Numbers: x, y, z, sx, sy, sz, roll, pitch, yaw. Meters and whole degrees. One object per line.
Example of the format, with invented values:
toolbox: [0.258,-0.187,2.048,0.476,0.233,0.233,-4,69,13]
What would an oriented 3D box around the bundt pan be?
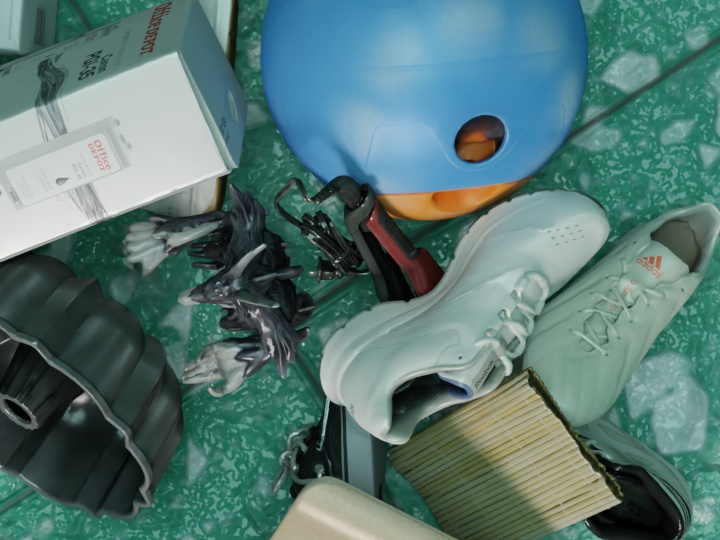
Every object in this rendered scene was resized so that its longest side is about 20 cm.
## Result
bundt pan: [-0.191,0.060,1.387,0.201,0.202,0.076,35,62,2]

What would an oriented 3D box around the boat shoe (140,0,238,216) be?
boat shoe: [-0.115,-0.134,1.438,0.069,0.071,0.201,5,91,1]

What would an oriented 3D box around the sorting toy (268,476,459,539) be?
sorting toy: [0.014,0.223,1.396,0.184,0.037,0.200,27,131,-5]

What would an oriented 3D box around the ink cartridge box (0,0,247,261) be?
ink cartridge box: [-0.176,-0.081,1.341,0.199,0.147,0.083,-21,110,7]

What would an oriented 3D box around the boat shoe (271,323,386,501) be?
boat shoe: [-0.020,0.130,1.433,0.068,0.074,0.201,1,105,8]

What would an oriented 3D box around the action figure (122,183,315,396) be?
action figure: [-0.081,0.015,1.370,0.102,0.200,0.119,-20,89,1]

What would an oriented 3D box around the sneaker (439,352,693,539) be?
sneaker: [0.126,0.104,1.403,0.200,0.115,0.076,35,91,5]

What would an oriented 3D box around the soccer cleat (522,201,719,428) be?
soccer cleat: [0.160,0.021,1.375,0.069,0.200,0.078,44,135,-2]

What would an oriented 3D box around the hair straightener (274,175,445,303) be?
hair straightener: [0.000,0.000,1.365,0.077,0.200,0.041,-12,59,23]

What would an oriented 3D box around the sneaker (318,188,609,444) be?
sneaker: [0.072,0.032,1.334,0.200,0.087,0.075,-40,129,3]

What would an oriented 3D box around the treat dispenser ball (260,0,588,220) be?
treat dispenser ball: [0.039,-0.132,1.367,0.200,0.201,0.202,0,89,2]

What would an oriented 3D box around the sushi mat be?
sushi mat: [0.084,0.125,1.375,0.012,0.200,0.096,-38,90,-30]

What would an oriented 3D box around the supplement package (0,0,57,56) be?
supplement package: [-0.297,-0.198,1.424,0.199,0.114,0.110,5,93,4]
